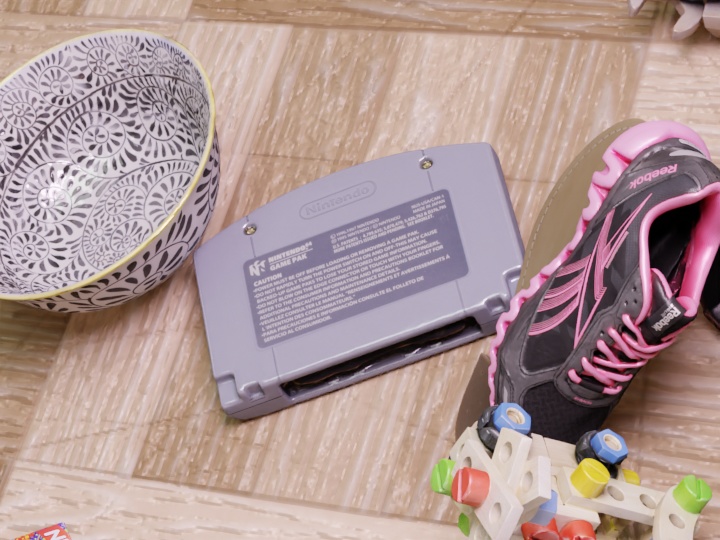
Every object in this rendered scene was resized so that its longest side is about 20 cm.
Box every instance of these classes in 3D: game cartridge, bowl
[{"bbox_3d":[0.000,0.000,1.307,0.199,0.042,0.133,-20,50,10],"label":"game cartridge"},{"bbox_3d":[-0.159,-0.044,1.358,0.200,0.094,0.201,-15,52,20],"label":"bowl"}]

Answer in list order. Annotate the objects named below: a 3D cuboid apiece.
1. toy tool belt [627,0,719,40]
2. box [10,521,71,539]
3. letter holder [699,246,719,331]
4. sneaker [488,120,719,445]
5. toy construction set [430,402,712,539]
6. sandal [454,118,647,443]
[{"bbox_3d":[0.214,-0.194,1.287,0.199,0.125,0.123,0,52,23],"label":"toy tool belt"},{"bbox_3d":[-0.208,0.270,1.135,0.192,0.122,0.200,-18,53,-16],"label":"box"},{"bbox_3d":[0.275,-0.041,1.152,0.200,0.142,0.101,-40,54,-4],"label":"letter holder"},{"bbox_3d":[0.136,0.022,1.136,0.200,0.079,0.095,-65,27,11],"label":"sneaker"},{"bbox_3d":[0.109,0.132,1.093,0.092,0.200,0.131,-42,38,25],"label":"toy construction set"},{"bbox_3d":[0.130,0.021,1.229,0.078,0.070,0.212,32,96,57],"label":"sandal"}]
